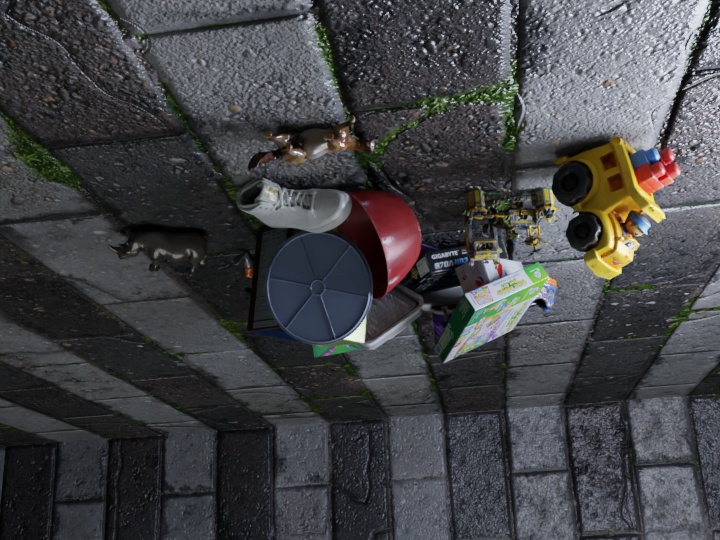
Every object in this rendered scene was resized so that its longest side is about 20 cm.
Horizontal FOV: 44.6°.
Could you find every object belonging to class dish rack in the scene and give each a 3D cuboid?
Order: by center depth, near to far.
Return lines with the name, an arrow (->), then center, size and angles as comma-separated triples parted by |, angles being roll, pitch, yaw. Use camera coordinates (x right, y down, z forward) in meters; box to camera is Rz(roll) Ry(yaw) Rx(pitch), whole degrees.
dish rack -> 0.025, 0.087, 1.810 | 0.170, 0.199, 0.044 | -33, 125, -20

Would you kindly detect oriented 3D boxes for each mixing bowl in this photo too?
mixing bowl -> 0.040, -0.062, 1.560 | 0.107, 0.203, 0.200 | -22, 168, -22

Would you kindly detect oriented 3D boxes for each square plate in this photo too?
square plate -> 0.190, 0.053, 1.934 | 0.193, 0.029, 0.200 | -1, -165, -5

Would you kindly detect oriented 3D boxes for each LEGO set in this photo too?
LEGO set -> 0.273, -0.071, 1.623 | 0.195, 0.119, 0.154 | 1, 160, -11

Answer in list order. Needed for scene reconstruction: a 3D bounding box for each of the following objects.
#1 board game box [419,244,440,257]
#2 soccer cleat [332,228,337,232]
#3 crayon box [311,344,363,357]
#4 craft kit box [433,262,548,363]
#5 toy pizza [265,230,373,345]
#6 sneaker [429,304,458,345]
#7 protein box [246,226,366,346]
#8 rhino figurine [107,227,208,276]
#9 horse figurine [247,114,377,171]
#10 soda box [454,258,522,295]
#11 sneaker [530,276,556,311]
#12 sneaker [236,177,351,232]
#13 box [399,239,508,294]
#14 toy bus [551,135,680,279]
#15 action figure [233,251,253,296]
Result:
board game box -> 0.092, -0.011, 1.878 | 0.197, 0.040, 0.156 | 16, 153, -41
soccer cleat -> -0.047, -0.001, 1.601 | 0.082, 0.205, 0.065 | -1, -177, -11
crayon box -> -0.059, 0.100, 1.928 | 0.116, 0.201, 0.059 | -10, 123, -3
craft kit box -> 0.258, 0.085, 1.751 | 0.195, 0.049, 0.201 | -25, 155, -29
toy pizza -> -0.073, 0.029, 1.552 | 0.195, 0.205, 0.032 | -6, -178, 11
sneaker -> 0.188, 0.124, 1.848 | 0.079, 0.085, 0.201 | -4, 160, 4
protein box -> -0.097, 0.030, 1.701 | 0.196, 0.205, 0.134 | 14, 165, -38
rhino figurine -> -0.388, -0.043, 1.698 | 0.195, 0.061, 0.088 | 5, 140, -18
horse figurine -> -0.074, -0.192, 1.330 | 0.195, 0.051, 0.133 | -13, 177, 3
soda box -> 0.273, 0.017, 1.792 | 0.067, 0.065, 0.198 | -27, 162, 29
sneaker -> 0.368, 0.057, 2.046 | 0.195, 0.080, 0.076 | 0, 160, -8
sneaker -> -0.120, -0.114, 1.498 | 0.196, 0.075, 0.115 | -4, 163, 33
box -> 0.189, -0.003, 1.838 | 0.196, 0.047, 0.159 | -11, 164, -26
toy bus -> 0.430, -0.113, 1.429 | 0.190, 0.204, 0.135 | -24, 153, 30
action figure -> -0.163, 0.027, 1.871 | 0.196, 0.107, 0.194 | 18, 171, 16
